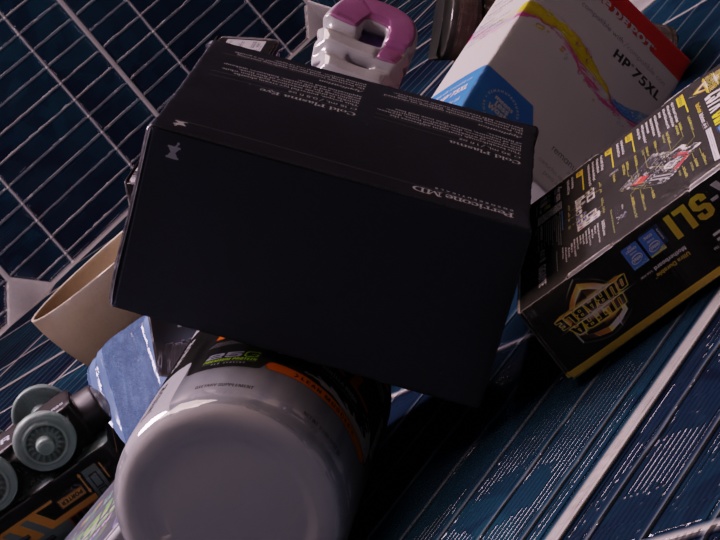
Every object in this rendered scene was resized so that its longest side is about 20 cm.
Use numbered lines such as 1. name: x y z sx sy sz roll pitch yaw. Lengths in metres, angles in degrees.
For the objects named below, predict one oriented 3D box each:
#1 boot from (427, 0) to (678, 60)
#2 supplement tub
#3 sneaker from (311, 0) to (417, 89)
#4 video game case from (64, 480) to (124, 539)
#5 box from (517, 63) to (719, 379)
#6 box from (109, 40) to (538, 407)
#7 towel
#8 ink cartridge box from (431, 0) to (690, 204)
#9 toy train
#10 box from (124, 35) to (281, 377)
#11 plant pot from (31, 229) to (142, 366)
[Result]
1. boot: 0.141 -0.169 1.407 0.200 0.173 0.069 -95 14 -74
2. supplement tub: -0.050 0.085 1.044 0.122 0.123 0.200 -37 11 19
3. sneaker: -0.021 -0.093 1.351 0.089 0.080 0.200 101 -166 -57
4. video game case: -0.157 0.162 1.293 0.200 0.023 0.182 -51 8 10
5. box: 0.158 -0.036 1.015 0.160 0.049 0.200 -35 11 13
6. box: -0.013 -0.031 1.045 0.182 0.199 0.104 -71 -4 -70
7. towel: -0.127 0.066 1.487 0.200 0.112 0.048 -38 -33 30
8. ink cartridge box: 0.127 -0.120 1.224 0.067 0.116 0.200 -28 25 55
9. toy train: -0.253 0.170 1.421 0.200 0.114 0.085 -36 19 -1
10. box: -0.096 -0.046 1.342 0.050 0.158 0.200 5 36 14
11. plant pot: -0.169 0.028 1.702 0.200 0.135 0.200 -38 11 8
